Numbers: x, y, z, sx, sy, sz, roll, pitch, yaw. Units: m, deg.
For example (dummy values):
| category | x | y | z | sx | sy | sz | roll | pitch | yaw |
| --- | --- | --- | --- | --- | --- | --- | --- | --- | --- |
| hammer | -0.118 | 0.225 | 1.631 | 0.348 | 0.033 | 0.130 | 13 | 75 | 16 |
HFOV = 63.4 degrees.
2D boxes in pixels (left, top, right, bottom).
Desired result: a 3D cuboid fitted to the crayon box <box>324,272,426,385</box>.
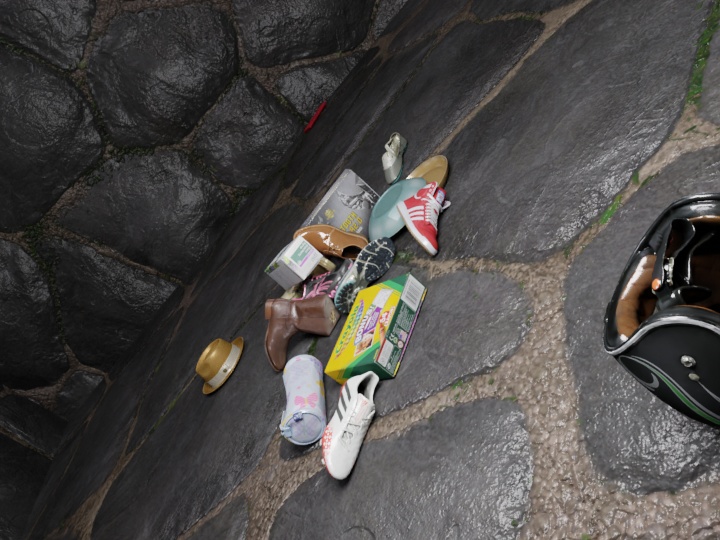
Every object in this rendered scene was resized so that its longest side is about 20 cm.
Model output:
| category | x | y | z | sx | sy | sz | roll | pitch | yaw |
| --- | --- | --- | --- | --- | --- | --- | --- | --- | --- |
| crayon box | 0.029 | 0.117 | 1.151 | 0.171 | 0.058 | 0.202 | -22 | 37 | 51 |

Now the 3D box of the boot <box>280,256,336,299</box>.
| category | x | y | z | sx | sy | sz | roll | pitch | yaw |
| --- | --- | --- | --- | --- | --- | --- | --- | --- | --- |
| boot | -0.149 | 0.040 | 1.592 | 0.199 | 0.072 | 0.157 | -11 | 45 | 60 |

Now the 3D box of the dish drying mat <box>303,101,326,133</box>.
| category | x | y | z | sx | sy | sz | roll | pitch | yaw |
| --- | --- | --- | --- | --- | --- | --- | --- | --- | --- |
| dish drying mat | -0.244 | -0.829 | 3.162 | 0.076 | 0.018 | 0.202 | -17 | 41 | 55 |

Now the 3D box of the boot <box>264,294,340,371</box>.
| category | x | y | z | sx | sy | sz | roll | pitch | yaw |
| --- | --- | --- | --- | --- | --- | --- | --- | --- | --- |
| boot | -0.138 | 0.154 | 1.408 | 0.196 | 0.191 | 0.064 | -3 | 7 | 27 |

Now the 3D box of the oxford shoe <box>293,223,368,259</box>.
| category | x | y | z | sx | sy | sz | roll | pitch | yaw |
| --- | --- | --- | --- | --- | --- | --- | --- | --- | --- |
| oxford shoe | -0.072 | -0.068 | 1.467 | 0.072 | 0.195 | 0.072 | -98 | 17 | -56 |

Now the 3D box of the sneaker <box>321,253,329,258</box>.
| category | x | y | z | sx | sy | sz | roll | pitch | yaw |
| --- | --- | --- | --- | --- | --- | --- | --- | --- | --- |
| sneaker | -0.155 | -0.045 | 1.730 | 0.199 | 0.073 | 0.089 | -40 | 30 | 38 |

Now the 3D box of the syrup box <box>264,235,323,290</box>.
| category | x | y | z | sx | sy | sz | roll | pitch | yaw |
| --- | --- | --- | --- | --- | --- | --- | --- | --- | --- |
| syrup box | -0.172 | -0.016 | 1.473 | 0.079 | 0.081 | 0.200 | -53 | 10 | -20 |

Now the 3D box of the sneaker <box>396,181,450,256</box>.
| category | x | y | z | sx | sy | sz | roll | pitch | yaw |
| --- | --- | --- | --- | --- | --- | --- | --- | --- | --- |
| sneaker | 0.152 | -0.119 | 1.257 | 0.112 | 0.071 | 0.201 | -35 | 36 | 10 |

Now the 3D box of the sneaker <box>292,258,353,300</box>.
| category | x | y | z | sx | sy | sz | roll | pitch | yaw |
| --- | --- | --- | --- | --- | --- | --- | --- | --- | --- |
| sneaker | -0.099 | 0.038 | 1.455 | 0.201 | 0.095 | 0.079 | -49 | -2 | 2 |

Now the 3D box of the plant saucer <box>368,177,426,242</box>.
| category | x | y | z | sx | sy | sz | roll | pitch | yaw |
| --- | --- | --- | --- | --- | --- | --- | --- | --- | --- |
| plant saucer | 0.078 | -0.160 | 1.434 | 0.201 | 0.039 | 0.202 | -42 | 23 | 23 |

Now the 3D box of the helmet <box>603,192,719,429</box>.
| category | x | y | z | sx | sy | sz | roll | pitch | yaw |
| --- | --- | --- | --- | --- | --- | --- | --- | --- | --- |
| helmet | 0.333 | 0.046 | 0.506 | 0.200 | 0.188 | 0.203 | 24 | -90 | -81 |

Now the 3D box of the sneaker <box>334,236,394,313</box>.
| category | x | y | z | sx | sy | sz | roll | pitch | yaw |
| --- | --- | --- | --- | --- | --- | --- | --- | --- | --- |
| sneaker | 0.000 | 0.000 | 1.365 | 0.201 | 0.077 | 0.086 | -51 | 19 | 0 |

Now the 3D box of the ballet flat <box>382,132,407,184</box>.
| category | x | y | z | sx | sy | sz | roll | pitch | yaw |
| --- | --- | --- | --- | --- | --- | --- | --- | --- | --- |
| ballet flat | 0.091 | -0.331 | 1.703 | 0.067 | 0.063 | 0.202 | -32 | 30 | 39 |

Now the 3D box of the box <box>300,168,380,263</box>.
| category | x | y | z | sx | sy | sz | roll | pitch | yaw |
| --- | --- | --- | --- | --- | --- | --- | --- | --- | --- |
| box | -0.038 | -0.139 | 1.537 | 0.201 | 0.158 | 0.048 | -51 | 23 | -2 |

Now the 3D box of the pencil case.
| category | x | y | z | sx | sy | sz | roll | pitch | yaw |
| --- | --- | --- | --- | --- | --- | --- | --- | --- | --- |
| pencil case | -0.116 | 0.259 | 1.184 | 0.089 | 0.084 | 0.201 | -23 | 27 | 7 |

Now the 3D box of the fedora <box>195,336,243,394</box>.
| category | x | y | z | sx | sy | sz | roll | pitch | yaw |
| --- | --- | --- | --- | --- | --- | --- | --- | --- | --- |
| fedora | -0.440 | 0.276 | 1.782 | 0.200 | 0.081 | 0.202 | -42 | 24 | 23 |

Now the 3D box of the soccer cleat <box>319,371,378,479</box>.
| category | x | y | z | sx | sy | sz | roll | pitch | yaw |
| --- | --- | --- | --- | --- | --- | --- | --- | --- | --- |
| soccer cleat | -0.014 | 0.261 | 1.010 | 0.085 | 0.068 | 0.202 | -39 | 21 | 37 |

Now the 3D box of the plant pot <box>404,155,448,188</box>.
| category | x | y | z | sx | sy | sz | roll | pitch | yaw |
| --- | --- | --- | --- | --- | --- | --- | --- | --- | --- |
| plant pot | 0.147 | -0.197 | 1.441 | 0.200 | 0.027 | 0.202 | -43 | 24 | 24 |
